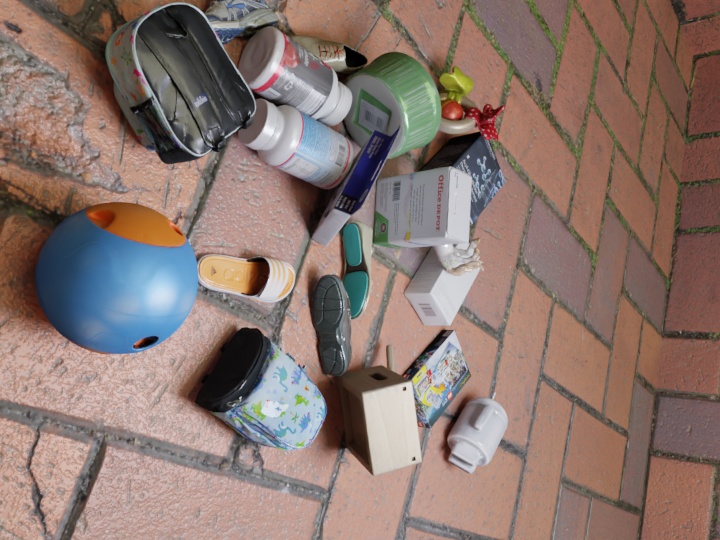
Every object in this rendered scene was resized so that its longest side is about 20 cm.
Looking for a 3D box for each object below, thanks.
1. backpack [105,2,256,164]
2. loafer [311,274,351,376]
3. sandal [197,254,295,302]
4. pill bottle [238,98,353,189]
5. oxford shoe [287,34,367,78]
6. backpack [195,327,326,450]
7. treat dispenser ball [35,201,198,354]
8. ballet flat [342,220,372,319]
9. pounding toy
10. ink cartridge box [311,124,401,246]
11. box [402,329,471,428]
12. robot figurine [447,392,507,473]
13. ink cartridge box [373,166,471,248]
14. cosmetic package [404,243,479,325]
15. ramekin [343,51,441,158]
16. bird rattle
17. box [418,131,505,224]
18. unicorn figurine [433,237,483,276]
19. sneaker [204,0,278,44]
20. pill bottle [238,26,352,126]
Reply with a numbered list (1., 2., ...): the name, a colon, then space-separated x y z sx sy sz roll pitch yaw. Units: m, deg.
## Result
1. backpack: -0.272 -0.280 0.915 0.178 0.150 0.201 -52 131 -38
2. loafer: -0.050 0.102 1.208 0.063 0.071 0.201 -26 115 -65
3. sandal: -0.182 0.014 1.064 0.206 0.059 0.080 7 83 -46
4. pill bottle: -0.115 -0.227 1.112 0.200 0.108 0.109 20 74 -45
5. oxford shoe: -0.069 -0.421 1.193 0.199 0.075 0.071 -9 95 -47
6. backpack: -0.152 0.219 1.045 0.163 0.153 0.201 -61 141 -38
7. treat dispenser ball: -0.316 0.010 0.817 0.200 0.200 0.202 3 86 -47
8. ballet flat: 0.000 0.000 1.261 0.069 0.069 0.201 6 84 -46
9. pounding toy: 0.043 0.263 1.218 0.141 0.200 0.185 -9 96 -18
10. ink cartridge box: -0.011 -0.163 1.162 0.040 0.200 0.200 30 63 -10
11. box: 0.179 0.251 1.455 0.200 0.038 0.137 -40 116 -40
12. robot figurine: 0.286 0.391 1.509 0.200 0.113 0.170 -51 161 -35
13. ink cartridge box: 0.128 -0.126 1.300 0.084 0.199 0.146 10 81 -45
14. cosmetic package: 0.197 0.019 1.456 0.113 0.081 0.200 57 50 -29
15. ramekin: 0.053 -0.322 1.237 0.098 0.199 0.201 -36 114 -34
16. bird rattle: 0.231 -0.368 1.461 0.162 0.113 0.201 -23 66 -19
17. box: 0.244 -0.220 1.495 0.200 0.107 0.149 -48 121 -38
18. unicorn figurine: 0.182 -0.075 1.363 0.074 0.137 0.201 -16 85 -50
19. sneaker: -0.229 -0.429 1.037 0.200 0.077 0.085 -39 106 -49
20. pill bottle: -0.111 -0.340 1.119 0.200 0.110 0.111 22 73 -44
